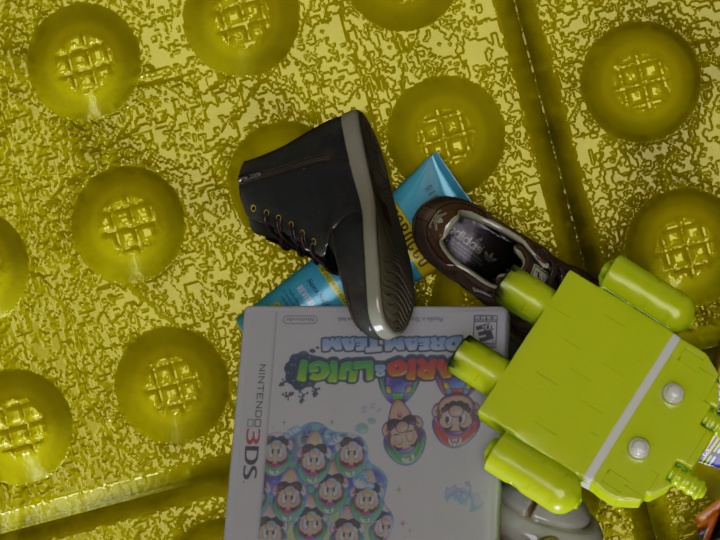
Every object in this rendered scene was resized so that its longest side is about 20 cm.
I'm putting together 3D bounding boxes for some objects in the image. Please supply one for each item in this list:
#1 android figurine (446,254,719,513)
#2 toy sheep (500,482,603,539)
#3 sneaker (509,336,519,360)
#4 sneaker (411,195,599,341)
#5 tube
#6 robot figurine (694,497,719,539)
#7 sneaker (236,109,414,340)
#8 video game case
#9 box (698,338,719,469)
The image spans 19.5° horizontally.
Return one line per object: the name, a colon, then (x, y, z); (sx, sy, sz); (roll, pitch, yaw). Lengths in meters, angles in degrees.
android figurine: (0.166, 0.084, 1.459); (0.199, 0.041, 0.182); (33, 79, 14)
toy sheep: (0.117, 0.220, 1.539); (0.137, 0.138, 0.201); (23, 105, 4)
sneaker: (0.048, 0.125, 1.568); (0.200, 0.078, 0.079); (-42, 99, 13)
sneaker: (0.125, 0.015, 1.541); (0.199, 0.076, 0.071); (30, 91, -7)
tube: (0.000, 0.000, 1.584); (0.200, 0.050, 0.078); (-36, 92, 1)
robot figurine: (0.243, 0.241, 1.535); (0.200, 0.145, 0.058); (-48, 57, 6)
sneaker: (-0.026, -0.018, 1.538); (0.106, 0.075, 0.201); (-21, 49, 14)
video game case: (0.005, 0.114, 1.507); (0.199, 0.024, 0.183); (0, 71, 12)
box: (0.295, 0.047, 1.498); (0.070, 0.064, 0.201); (18, 95, 5)
